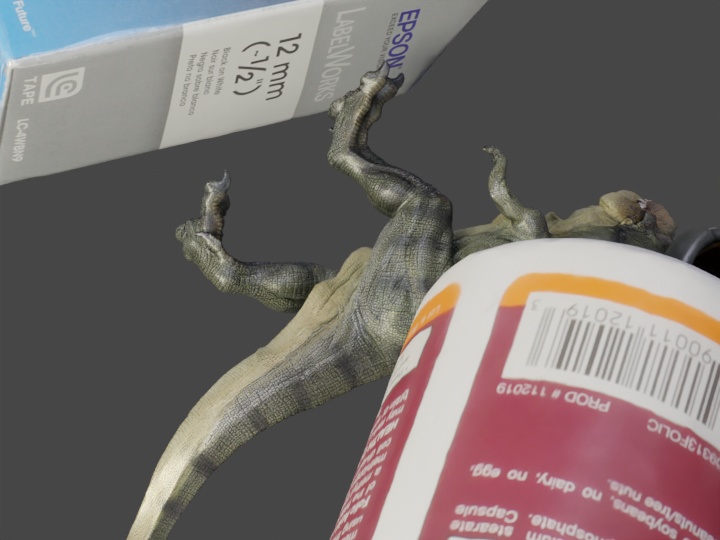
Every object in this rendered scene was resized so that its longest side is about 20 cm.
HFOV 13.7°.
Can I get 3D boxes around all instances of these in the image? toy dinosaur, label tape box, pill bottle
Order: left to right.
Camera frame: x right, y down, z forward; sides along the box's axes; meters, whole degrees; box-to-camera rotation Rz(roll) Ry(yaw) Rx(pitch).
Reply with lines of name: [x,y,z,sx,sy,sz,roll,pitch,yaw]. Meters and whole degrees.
label tape box: [-0.038,-0.117,0.897,0.199,0.066,0.144,-13,60,-22]
toy dinosaur: [0.000,0.000,0.837,0.199,0.048,0.088,-28,72,-23]
pill bottle: [0.039,0.101,0.731,0.114,0.114,0.201,20,55,3]

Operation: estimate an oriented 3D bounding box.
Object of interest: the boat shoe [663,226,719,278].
boat shoe: [0.165,0.051,0.821,0.199,0.068,0.072,27,55,5]
